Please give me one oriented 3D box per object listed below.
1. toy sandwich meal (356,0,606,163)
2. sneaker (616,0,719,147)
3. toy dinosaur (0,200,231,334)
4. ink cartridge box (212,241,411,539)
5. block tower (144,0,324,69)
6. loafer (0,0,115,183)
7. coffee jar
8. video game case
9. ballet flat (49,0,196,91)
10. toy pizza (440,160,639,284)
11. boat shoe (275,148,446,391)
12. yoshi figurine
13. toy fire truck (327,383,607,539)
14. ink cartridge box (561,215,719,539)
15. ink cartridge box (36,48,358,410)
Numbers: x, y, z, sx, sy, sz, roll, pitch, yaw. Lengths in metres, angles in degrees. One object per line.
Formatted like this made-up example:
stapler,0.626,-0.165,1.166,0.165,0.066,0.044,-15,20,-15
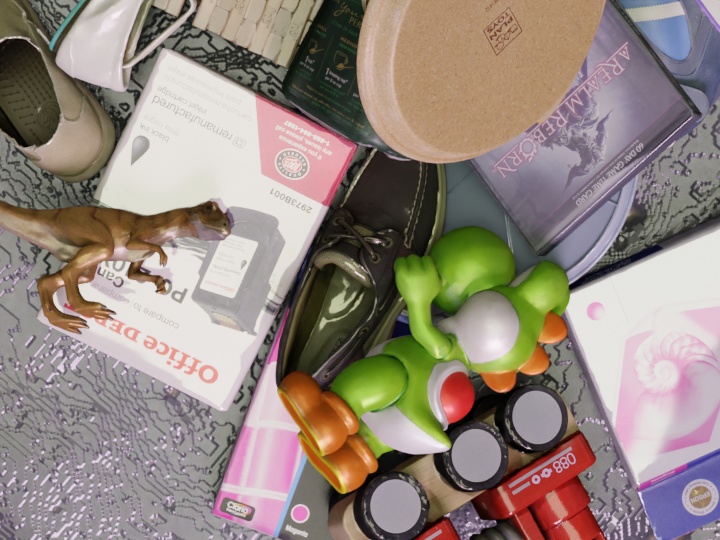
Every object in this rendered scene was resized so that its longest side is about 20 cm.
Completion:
toy sandwich meal,0.068,-0.157,1.210,0.204,0.070,0.206,-22,131,-28
sneaker,0.158,-0.167,1.350,0.146,0.081,0.200,-42,102,-2
toy dinosaur,-0.184,-0.020,1.291,0.198,0.060,0.107,8,70,-4
ink cartridge box,-0.026,0.090,1.395,0.094,0.037,0.201,20,93,-4
block tower,-0.112,-0.192,1.349,0.199,0.058,0.054,23,96,-6
loafer,-0.239,-0.143,1.327,0.200,0.068,0.076,44,92,11
coffee jar,0.033,-0.180,1.290,0.104,0.085,0.201,34,107,33
video game case,0.110,-0.132,1.310,0.143,0.019,0.201,-43,71,25
ballet flat,-0.122,-0.200,1.285,0.069,0.069,0.201,34,104,-5
toy pizza,0.098,-0.080,1.349,0.199,0.032,0.202,2,94,31
boat shoe,-0.001,0.000,1.334,0.071,0.066,0.202,21,88,23
yoshi figurine,0.038,0.044,1.300,0.199,0.112,0.112,-34,102,-10
toy fire truck,0.091,0.200,1.365,0.175,0.129,0.201,-30,90,-18
ink cartridge box,0.260,0.067,1.401,0.195,0.043,0.201,-24,95,0
ink cartridge box,-0.108,-0.027,1.352,0.144,0.084,0.201,26,95,-3
